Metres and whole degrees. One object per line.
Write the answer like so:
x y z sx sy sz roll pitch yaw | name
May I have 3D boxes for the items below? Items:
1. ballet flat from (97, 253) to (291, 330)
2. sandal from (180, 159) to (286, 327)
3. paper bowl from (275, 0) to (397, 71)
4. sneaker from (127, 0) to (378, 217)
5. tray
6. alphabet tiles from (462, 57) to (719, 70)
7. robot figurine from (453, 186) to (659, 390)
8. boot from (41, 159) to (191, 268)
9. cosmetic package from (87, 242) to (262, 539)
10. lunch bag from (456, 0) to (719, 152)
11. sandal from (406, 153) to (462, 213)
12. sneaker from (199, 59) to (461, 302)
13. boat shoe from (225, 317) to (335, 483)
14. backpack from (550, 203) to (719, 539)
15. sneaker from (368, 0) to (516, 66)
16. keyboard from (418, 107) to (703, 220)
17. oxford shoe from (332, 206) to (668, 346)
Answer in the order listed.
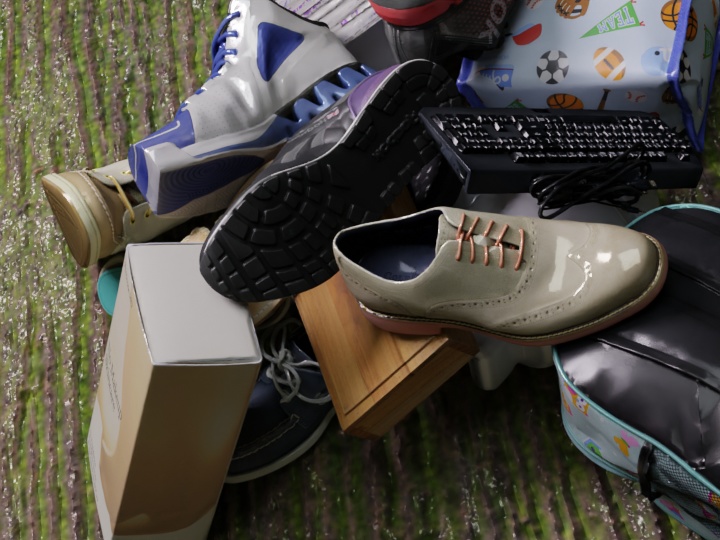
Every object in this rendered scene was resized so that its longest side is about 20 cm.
-0.110 0.006 1.123 0.198 0.070 0.070 3 55 39 | ballet flat
-0.108 0.016 1.034 0.078 0.069 0.212 51 123 24 | sandal
0.020 -0.210 1.183 0.200 0.105 0.201 -36 6 4 | paper bowl
-0.084 -0.122 1.060 0.198 0.081 0.116 -27 71 -27 | sneaker
0.000 0.000 1.010 0.099 0.037 0.201 -42 49 25 | tray
0.175 -0.163 1.187 0.165 0.006 0.201 -26 51 2 | alphabet tiles
0.125 -0.016 1.029 0.169 0.113 0.200 36 73 21 | robot figurine
-0.152 -0.062 1.135 0.153 0.200 0.073 -24 92 -8 | boot
-0.126 0.086 0.994 0.070 0.201 0.106 -1 46 -21 | cosmetic package
0.179 -0.192 1.124 0.168 0.124 0.202 2 64 23 | lunch bag
0.009 -0.030 1.085 0.199 0.045 0.076 -20 50 44 | sandal
-0.026 -0.054 0.971 0.200 0.076 0.087 -41 20 -16 | sneaker
-0.032 0.068 1.062 0.199 0.062 0.075 -35 50 -6 | boat shoe
0.215 0.065 0.907 0.199 0.154 0.176 33 72 25 | backpack
0.081 -0.206 1.065 0.070 0.099 0.200 23 51 33 | sneaker
0.140 -0.079 0.952 0.198 0.040 0.104 -5 46 -33 | keyboard
0.076 -0.001 0.886 0.198 0.074 0.072 -6 60 24 | oxford shoe
